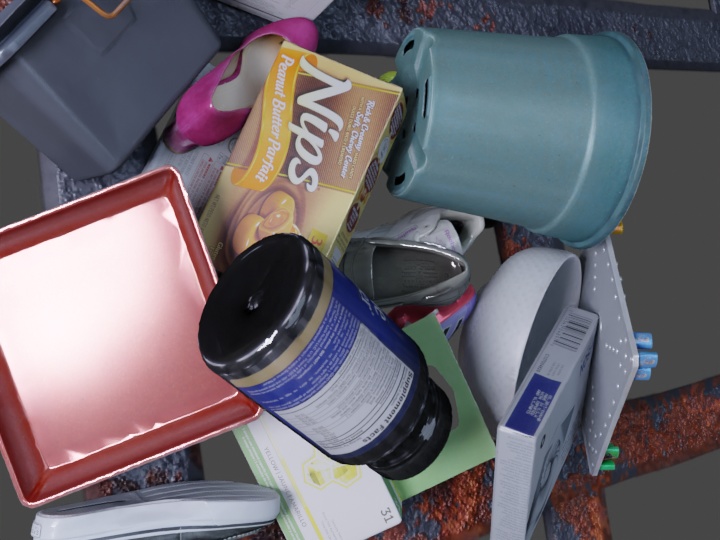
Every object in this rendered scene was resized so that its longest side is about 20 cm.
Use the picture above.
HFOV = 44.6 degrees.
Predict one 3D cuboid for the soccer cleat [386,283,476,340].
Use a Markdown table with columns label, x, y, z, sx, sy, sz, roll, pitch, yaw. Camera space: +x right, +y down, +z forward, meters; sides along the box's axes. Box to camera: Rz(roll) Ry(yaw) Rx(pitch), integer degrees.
| label | x | y | z | sx | sy | sz | roll | pitch | yaw |
| --- | --- | --- | --- | --- | --- | --- | --- | --- | --- |
| soccer cleat | 0.036 | 0.086 | 0.837 | 0.199 | 0.066 | 0.077 | -38 | 121 | -18 |

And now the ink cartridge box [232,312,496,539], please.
| label | x | y | z | sx | sy | sz | roll | pitch | yaw |
| --- | --- | --- | --- | --- | --- | --- | --- | --- | --- |
| ink cartridge box | 0.005 | 0.147 | 0.762 | 0.197 | 0.048 | 0.148 | -25 | 97 | 8 |

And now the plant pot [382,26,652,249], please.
| label | x | y | z | sx | sy | sz | roll | pitch | yaw |
| --- | --- | --- | --- | --- | --- | --- | --- | --- | --- |
| plant pot | 0.128 | -0.132 | 0.807 | 0.191 | 0.200 | 0.206 | 6 | 78 | -15 |

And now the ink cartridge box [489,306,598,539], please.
| label | x | y | z | sx | sy | sz | roll | pitch | yaw |
| --- | --- | --- | --- | --- | --- | --- | --- | --- | --- |
| ink cartridge box | 0.176 | 0.172 | 0.850 | 0.200 | 0.040 | 0.204 | -47 | 145 | -47 |

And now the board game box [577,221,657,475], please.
| label | x | y | z | sx | sy | sz | roll | pitch | yaw |
| --- | --- | --- | --- | --- | --- | --- | --- | --- | --- |
| board game box | 0.247 | 0.069 | 0.888 | 0.025 | 0.203 | 0.203 | 0 | 49 | 1 |

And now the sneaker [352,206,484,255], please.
| label | x | y | z | sx | sy | sz | roll | pitch | yaw |
| --- | --- | --- | --- | --- | --- | --- | --- | --- | --- |
| sneaker | 0.037 | -0.018 | 0.845 | 0.198 | 0.099 | 0.076 | -31 | 101 | -32 |

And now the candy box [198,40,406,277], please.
| label | x | y | z | sx | sy | sz | roll | pitch | yaw |
| --- | --- | --- | --- | --- | --- | --- | --- | --- | --- |
| candy box | -0.052 | -0.076 | 0.736 | 0.113 | 0.055 | 0.204 | 23 | 81 | 11 |

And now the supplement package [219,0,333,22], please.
| label | x | y | z | sx | sy | sz | roll | pitch | yaw |
| --- | --- | --- | --- | --- | --- | --- | --- | --- | --- |
| supplement package | -0.051 | -0.314 | 0.769 | 0.112 | 0.199 | 0.112 | 14 | 74 | -26 |

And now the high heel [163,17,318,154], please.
| label | x | y | z | sx | sy | sz | roll | pitch | yaw |
| --- | --- | --- | --- | --- | --- | --- | --- | --- | --- |
| high heel | -0.087 | -0.175 | 0.763 | 0.199 | 0.095 | 0.068 | -41 | 104 | -32 |

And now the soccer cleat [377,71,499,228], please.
| label | x | y | z | sx | sy | sz | roll | pitch | yaw |
| --- | --- | --- | --- | --- | --- | --- | --- | --- | --- |
| soccer cleat | 0.085 | -0.130 | 0.930 | 0.200 | 0.064 | 0.084 | 47 | 31 | -14 |

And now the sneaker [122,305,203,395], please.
| label | x | y | z | sx | sy | sz | roll | pitch | yaw |
| --- | --- | --- | --- | --- | --- | --- | --- | --- | --- |
| sneaker | -0.110 | 0.081 | 0.736 | 0.195 | 0.067 | 0.092 | 8 | 93 | -14 |

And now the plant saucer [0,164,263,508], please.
| label | x | y | z | sx | sy | sz | roll | pitch | yaw |
| --- | --- | --- | --- | --- | --- | --- | --- | --- | --- |
| plant saucer | -0.195 | 0.049 | 0.670 | 0.196 | 0.037 | 0.204 | -20 | 94 | -1 |

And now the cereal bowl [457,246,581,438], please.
| label | x | y | z | sx | sy | sz | roll | pitch | yaw |
| --- | --- | --- | --- | --- | --- | --- | --- | --- | --- |
| cereal bowl | 0.154 | 0.069 | 0.890 | 0.200 | 0.082 | 0.204 | -44 | 143 | -46 |

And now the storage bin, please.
| label | x | y | z | sx | sy | sz | roll | pitch | yaw |
| --- | --- | --- | --- | --- | --- | --- | --- | --- | --- |
| storage bin | -0.204 | -0.177 | 0.695 | 0.135 | 0.144 | 0.202 | 48 | 60 | -29 |

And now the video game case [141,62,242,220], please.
| label | x | y | z | sx | sy | sz | roll | pitch | yaw |
| --- | --- | --- | --- | --- | --- | --- | --- | --- | --- |
| video game case | -0.112 | -0.056 | 0.798 | 0.180 | 0.023 | 0.204 | 33 | 65 | -25 |

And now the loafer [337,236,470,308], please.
| label | x | y | z | sx | sy | sz | roll | pitch | yaw |
| --- | --- | --- | --- | --- | --- | --- | --- | --- | --- |
| loafer | 0.000 | 0.000 | 0.771 | 0.194 | 0.070 | 0.072 | -3 | 77 | -5 |

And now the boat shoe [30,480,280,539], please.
| label | x | y | z | sx | sy | sz | roll | pitch | yaw |
| --- | --- | --- | --- | --- | --- | --- | --- | --- | --- |
| boat shoe | -0.159 | 0.214 | 0.701 | 0.195 | 0.072 | 0.073 | -2 | 91 | -23 |

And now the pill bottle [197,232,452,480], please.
| label | x | y | z | sx | sy | sz | roll | pitch | yaw |
| --- | --- | --- | --- | --- | --- | --- | --- | --- | --- |
| pill bottle | -0.018 | 0.074 | 0.654 | 0.200 | 0.110 | 0.114 | 44 | 61 | -35 |
